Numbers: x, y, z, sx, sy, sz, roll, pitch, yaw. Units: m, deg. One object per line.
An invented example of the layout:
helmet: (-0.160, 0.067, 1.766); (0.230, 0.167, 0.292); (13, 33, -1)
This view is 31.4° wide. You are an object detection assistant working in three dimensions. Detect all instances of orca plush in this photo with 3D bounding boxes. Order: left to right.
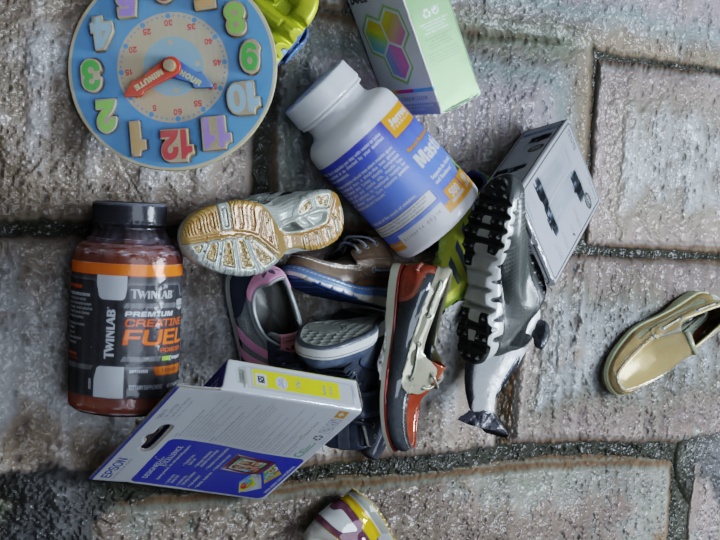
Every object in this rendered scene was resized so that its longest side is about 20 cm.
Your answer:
orca plush: (0.169, 0.098, 1.484); (0.071, 0.105, 0.200); (60, 31, -62)

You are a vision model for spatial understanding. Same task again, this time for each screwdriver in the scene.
screwdriver: (0.051, 0.121, 1.447); (0.028, 0.029, 0.200); (33, 74, -29)

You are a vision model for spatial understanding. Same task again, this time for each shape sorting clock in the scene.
shape sorting clock: (-0.180, -0.194, 1.224); (0.200, 0.039, 0.200); (0, 92, -1)

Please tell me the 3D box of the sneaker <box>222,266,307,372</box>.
sneaker: (-0.086, 0.086, 1.325); (0.070, 0.082, 0.200); (-26, 108, -27)

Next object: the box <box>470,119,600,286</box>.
box: (0.200, -0.075, 1.441); (0.117, 0.060, 0.200); (64, 34, -20)

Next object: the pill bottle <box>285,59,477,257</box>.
pill bottle: (0.019, -0.120, 1.341); (0.200, 0.112, 0.112); (47, 71, -11)

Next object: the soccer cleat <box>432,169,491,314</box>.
soccer cleat: (0.107, -0.033, 1.417); (0.084, 0.065, 0.200); (45, 48, -15)

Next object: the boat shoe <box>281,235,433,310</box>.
boat shoe: (0.000, 0.000, 1.382); (0.200, 0.072, 0.072); (15, 82, -41)

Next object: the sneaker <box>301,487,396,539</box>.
sneaker: (0.010, 0.340, 1.419); (0.090, 0.075, 0.200); (-34, 105, -15)

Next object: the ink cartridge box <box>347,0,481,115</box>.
ink cartridge box: (0.047, -0.266, 1.359); (0.059, 0.104, 0.200); (-29, 108, -26)

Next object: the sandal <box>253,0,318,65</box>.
sandal: (-0.112, -0.206, 1.286); (0.079, 0.087, 0.200); (43, 91, 1)

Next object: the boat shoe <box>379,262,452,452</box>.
boat shoe: (0.058, 0.091, 1.328); (0.063, 0.071, 0.200); (4, 90, 12)

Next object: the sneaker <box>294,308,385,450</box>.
sneaker: (-0.019, 0.122, 1.325); (0.202, 0.077, 0.146); (-14, 111, -73)

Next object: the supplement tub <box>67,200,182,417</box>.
supplement tub: (-0.224, 0.034, 1.224); (0.107, 0.107, 0.200); (0, 95, -31)

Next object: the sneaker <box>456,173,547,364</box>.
sneaker: (0.155, -0.002, 1.342); (0.090, 0.066, 0.200); (-1, 103, -35)

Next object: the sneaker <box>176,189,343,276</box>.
sneaker: (-0.112, -0.038, 1.284); (0.200, 0.088, 0.076); (-10, 99, -44)

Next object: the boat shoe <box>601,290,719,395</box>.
boat shoe: (0.390, 0.090, 1.613); (0.200, 0.076, 0.072); (-39, 113, -22)

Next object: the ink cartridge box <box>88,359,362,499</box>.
ink cartridge box: (-0.134, 0.156, 1.251); (0.200, 0.198, 0.047); (15, 49, -31)
